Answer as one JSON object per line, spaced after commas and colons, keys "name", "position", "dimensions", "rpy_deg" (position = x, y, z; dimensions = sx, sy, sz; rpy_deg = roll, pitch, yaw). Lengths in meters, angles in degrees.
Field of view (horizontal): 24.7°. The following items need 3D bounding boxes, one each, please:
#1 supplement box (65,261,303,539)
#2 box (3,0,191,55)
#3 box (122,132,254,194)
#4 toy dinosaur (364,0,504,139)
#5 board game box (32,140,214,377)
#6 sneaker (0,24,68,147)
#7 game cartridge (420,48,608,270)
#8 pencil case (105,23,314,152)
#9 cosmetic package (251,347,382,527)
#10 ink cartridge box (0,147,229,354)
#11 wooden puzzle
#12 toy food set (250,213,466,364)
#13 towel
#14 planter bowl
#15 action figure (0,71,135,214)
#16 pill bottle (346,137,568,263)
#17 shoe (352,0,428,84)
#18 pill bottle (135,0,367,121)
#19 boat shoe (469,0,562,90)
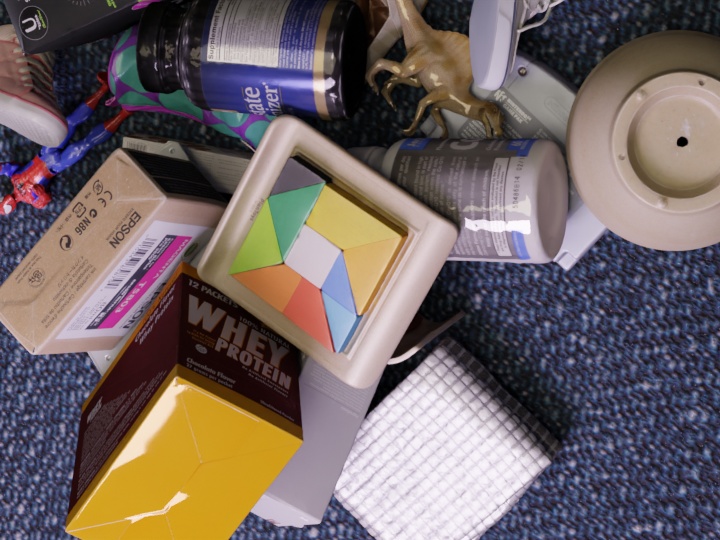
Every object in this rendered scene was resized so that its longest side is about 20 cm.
{"name": "supplement box", "position": [-0.163, 0.141, 1.531], "dimensions": [0.133, 0.200, 0.197], "rpy_deg": [29, 113, -19]}
{"name": "box", "position": [-0.236, -0.306, 1.599], "dimensions": [0.199, 0.148, 0.125], "rpy_deg": [-19, 94, 23]}
{"name": "box", "position": [-0.147, -0.103, 1.668], "dimensions": [0.199, 0.039, 0.042], "rpy_deg": [11, 105, 18]}
{"name": "toy dinosaur", "position": [0.059, -0.194, 1.545], "dimensions": [0.101, 0.058, 0.200], "rpy_deg": [-34, 85, 11]}
{"name": "board game box", "position": [-0.206, 0.007, 1.649], "dimensions": [0.200, 0.026, 0.200], "rpy_deg": [-36, 79, 14]}
{"name": "sneaker", "position": [-0.341, -0.196, 1.666], "dimensions": [0.200, 0.075, 0.105], "rpy_deg": [24, 75, 47]}
{"name": "game cartridge", "position": [0.168, -0.114, 1.551], "dimensions": [0.200, 0.040, 0.133], "rpy_deg": [45, 116, 6]}
{"name": "pencil case", "position": [-0.148, -0.175, 1.629], "dimensions": [0.199, 0.085, 0.093], "rpy_deg": [21, 92, 16]}
{"name": "cosmetic package", "position": [-0.053, 0.142, 1.588], "dimensions": [0.090, 0.200, 0.107], "rpy_deg": [33, 156, -17]}
{"name": "ink cartridge box", "position": [-0.233, -0.015, 1.558], "dimensions": [0.075, 0.165, 0.200], "rpy_deg": [45, 102, 15]}
{"name": "wooden puzzle", "position": [-0.035, -0.015, 1.489], "dimensions": [0.200, 0.037, 0.185], "rpy_deg": [33, 111, 11]}
{"name": "toy food set", "position": [0.000, 0.000, 1.578], "dimensions": [0.200, 0.143, 0.060], "rpy_deg": [41, 114, 8]}
{"name": "towel", "position": [0.077, 0.186, 1.623], "dimensions": [0.166, 0.086, 0.200], "rpy_deg": [45, 113, 3]}
{"name": "planter bowl", "position": [0.277, -0.112, 1.433], "dimensions": [0.199, 0.135, 0.201], "rpy_deg": [1, 95, 9]}
{"name": "action figure", "position": [-0.327, -0.119, 1.704], "dimensions": [0.200, 0.099, 0.065], "rpy_deg": [-42, 84, 25]}
{"name": "pill bottle", "position": [0.082, -0.066, 1.514], "dimensions": [0.199, 0.114, 0.114], "rpy_deg": [2, 102, 22]}
{"name": "shoe", "position": [0.014, -0.245, 1.570], "dimensions": [0.070, 0.053, 0.200], "rpy_deg": [34, 111, 11]}
{"name": "pill bottle", "position": [-0.101, -0.201, 1.525], "dimensions": [0.199, 0.112, 0.112], "rpy_deg": [5, 103, 13]}
{"name": "boat shoe", "position": [0.153, -0.262, 1.502], "dimensions": [0.086, 0.075, 0.203], "rpy_deg": [7, 86, -16]}
